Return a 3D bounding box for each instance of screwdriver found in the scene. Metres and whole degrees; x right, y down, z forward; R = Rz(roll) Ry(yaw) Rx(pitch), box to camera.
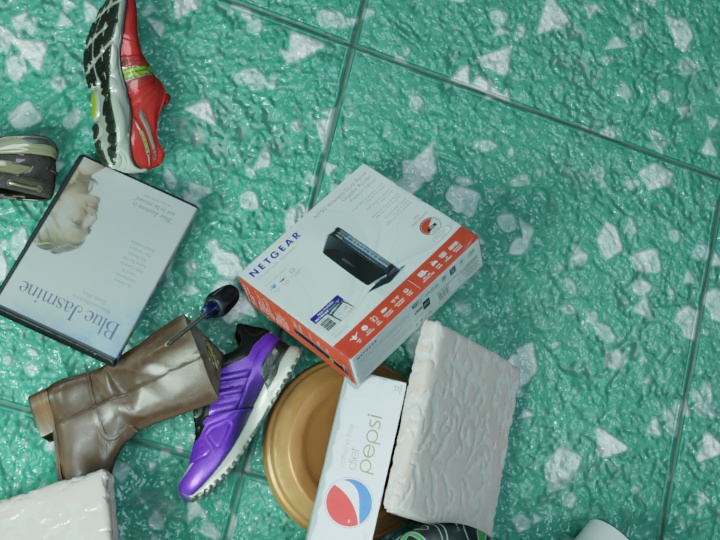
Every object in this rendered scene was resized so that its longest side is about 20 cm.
[{"bbox_3d":[-0.167,0.047,1.385,0.029,0.200,0.028,21,107,12],"label":"screwdriver"}]

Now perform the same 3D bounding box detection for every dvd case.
[{"bbox_3d":[-0.274,-0.014,1.408,0.141,0.018,0.201,24,63,2],"label":"dvd case"}]

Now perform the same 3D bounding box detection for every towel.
[{"bbox_3d":[0.101,0.174,1.457,0.190,0.032,0.202,28,69,-50],"label":"towel"},{"bbox_3d":[-0.316,0.304,1.283,0.198,0.032,0.193,-18,61,9],"label":"towel"}]

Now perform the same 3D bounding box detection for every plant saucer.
[{"bbox_3d":[-0.006,0.193,1.472,0.198,0.037,0.203,3,79,-15],"label":"plant saucer"}]

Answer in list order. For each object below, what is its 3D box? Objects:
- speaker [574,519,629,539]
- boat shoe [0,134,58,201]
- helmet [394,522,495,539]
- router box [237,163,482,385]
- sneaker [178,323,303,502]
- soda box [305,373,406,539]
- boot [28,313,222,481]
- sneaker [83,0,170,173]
[{"bbox_3d":[0.219,0.369,1.475,0.200,0.081,0.081,-43,93,-19],"label":"speaker"},{"bbox_3d":[-0.406,-0.095,1.389,0.198,0.074,0.074,-6,81,-16],"label":"boat shoe"},{"bbox_3d":[0.087,0.350,1.370,0.198,0.201,0.192,-18,52,-19],"label":"helmet"},{"bbox_3d":[0.000,0.000,1.451,0.179,0.049,0.200,34,66,32],"label":"router box"},{"bbox_3d":[-0.151,0.143,1.428,0.099,0.070,0.201,32,70,0],"label":"sneaker"},{"bbox_3d":[-0.007,0.210,1.410,0.067,0.064,0.202,13,75,0],"label":"soda box"},{"bbox_3d":[-0.214,0.163,1.377,0.198,0.064,0.188,-25,85,-4],"label":"boot"},{"bbox_3d":[-0.247,-0.202,1.469,0.084,0.077,0.203,2,79,-36],"label":"sneaker"}]
